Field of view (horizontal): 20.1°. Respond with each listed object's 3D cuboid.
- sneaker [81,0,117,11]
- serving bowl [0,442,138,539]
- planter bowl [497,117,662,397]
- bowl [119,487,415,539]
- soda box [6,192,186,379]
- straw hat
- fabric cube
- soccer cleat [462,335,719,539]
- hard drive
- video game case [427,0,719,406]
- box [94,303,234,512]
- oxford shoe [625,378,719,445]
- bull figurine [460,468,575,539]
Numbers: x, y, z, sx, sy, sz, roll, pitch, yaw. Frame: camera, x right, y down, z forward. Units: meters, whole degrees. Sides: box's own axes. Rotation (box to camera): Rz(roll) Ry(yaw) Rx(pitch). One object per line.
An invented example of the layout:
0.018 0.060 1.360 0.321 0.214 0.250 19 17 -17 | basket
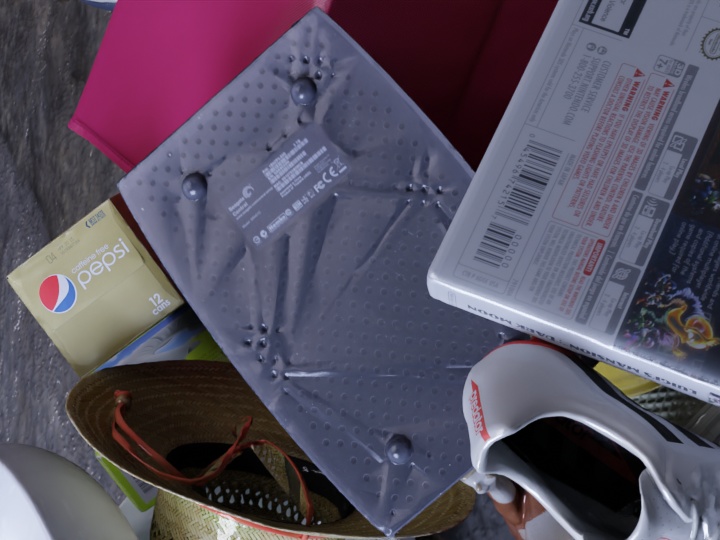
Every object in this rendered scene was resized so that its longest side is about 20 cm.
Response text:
-0.124 -0.208 1.297 0.077 0.146 0.202 -61 36 19 | sneaker
-0.137 0.175 0.960 0.200 0.066 0.201 24 119 54 | serving bowl
0.117 -0.048 0.913 0.200 0.083 0.201 -38 30 27 | planter bowl
-0.046 0.174 1.062 0.200 0.090 0.202 -22 38 18 | bowl
-0.116 -0.006 1.064 0.068 0.064 0.200 -36 4 10 | soda box
-0.052 0.117 0.964 0.201 0.200 0.085 37 116 52 | straw hat
-0.002 -0.112 1.048 0.196 0.199 0.200 38 108 51 | fabric cube
0.127 0.096 0.805 0.069 0.200 0.085 -57 5 25 | soccer cleat
0.000 0.000 0.887 0.135 0.042 0.200 -41 77 9 | hard drive
0.148 -0.045 0.827 0.181 0.023 0.200 20 68 15 | video game case
-0.096 0.050 1.149 0.122 0.048 0.200 -35 20 0 | box
0.189 0.033 0.864 0.200 0.058 0.075 -42 27 16 | oxford shoe
0.096 0.117 0.914 0.065 0.121 0.200 -42 49 7 | bull figurine
